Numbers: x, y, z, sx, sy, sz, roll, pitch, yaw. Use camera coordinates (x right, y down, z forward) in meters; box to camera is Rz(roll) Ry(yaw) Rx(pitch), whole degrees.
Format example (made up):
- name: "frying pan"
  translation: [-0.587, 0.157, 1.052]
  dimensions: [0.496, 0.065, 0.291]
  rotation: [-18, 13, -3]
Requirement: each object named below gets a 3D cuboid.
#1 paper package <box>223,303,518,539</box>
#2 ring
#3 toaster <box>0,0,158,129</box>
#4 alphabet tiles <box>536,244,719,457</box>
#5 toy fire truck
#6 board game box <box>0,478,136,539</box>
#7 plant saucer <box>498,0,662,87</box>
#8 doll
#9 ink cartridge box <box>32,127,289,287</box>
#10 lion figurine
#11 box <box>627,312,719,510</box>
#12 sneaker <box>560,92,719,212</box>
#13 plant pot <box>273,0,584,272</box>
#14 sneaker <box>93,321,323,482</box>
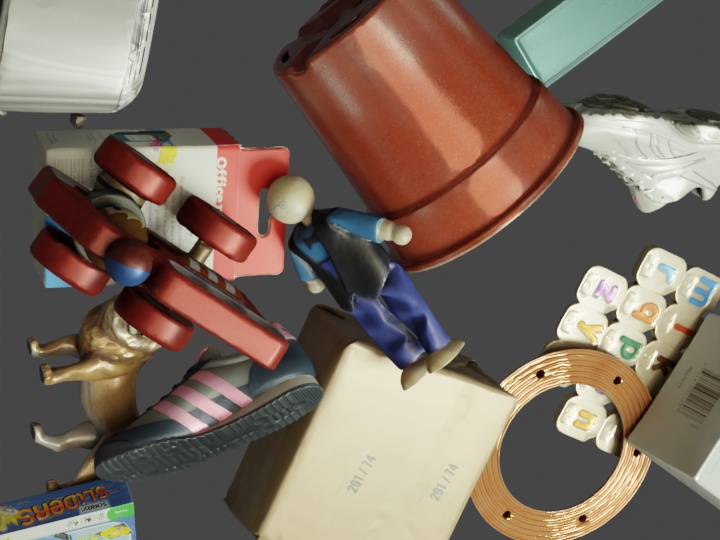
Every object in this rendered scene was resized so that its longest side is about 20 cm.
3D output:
- name: "paper package"
  translation: [0.009, 0.157, 1.478]
  dimensions: [0.190, 0.103, 0.200]
  rotation: [20, 99, -25]
- name: "ring"
  translation: [0.189, 0.166, 1.579]
  dimensions: [0.200, 0.019, 0.201]
  rotation: [-6, 109, -18]
- name: "toaster"
  translation: [-0.228, -0.210, 1.264]
  dimensions: [0.129, 0.114, 0.200]
  rotation: [6, 104, -26]
- name: "alphabet tiles"
  translation: [0.266, 0.079, 1.595]
  dimensions: [0.195, 0.015, 0.200]
  rotation: [24, 98, -25]
- name: "toy fire truck"
  translation: [-0.153, -0.007, 1.248]
  dimensions: [0.200, 0.168, 0.112]
  rotation: [36, 91, -25]
- name: "board game box"
  translation: [-0.290, 0.249, 1.409]
  dimensions: [0.200, 0.034, 0.136]
  rotation: [-13, 137, -16]
- name: "plant saucer"
  translation: [0.218, -0.238, 1.469]
  dimensions: [0.200, 0.019, 0.070]
  rotation: [-38, 116, -6]
- name: "doll"
  translation: [0.000, 0.000, 1.347]
  dimensions: [0.200, 0.136, 0.048]
  rotation: [49, 50, -4]
- name: "ink cartridge box"
  translation: [-0.164, -0.054, 1.362]
  dimensions: [0.200, 0.067, 0.116]
  rotation: [-2, 109, -20]
- name: "lion figurine"
  translation: [-0.214, 0.106, 1.407]
  dimensions: [0.122, 0.072, 0.200]
  rotation: [-9, 125, -25]
- name: "box"
  translation: [0.384, 0.162, 1.596]
  dimensions: [0.200, 0.106, 0.152]
  rotation: [37, 86, -33]
- name: "sneaker"
  translation: [0.255, -0.101, 1.498]
  dimensions: [0.200, 0.078, 0.100]
  rotation: [8, 108, -21]
- name: "plant pot"
  translation: [0.045, -0.138, 1.353]
  dimensions: [0.201, 0.201, 0.195]
  rotation: [-41, 108, -3]
- name: "sneaker"
  translation: [-0.135, 0.111, 1.392]
  dimensions: [0.200, 0.082, 0.070]
  rotation: [-21, 152, -4]
